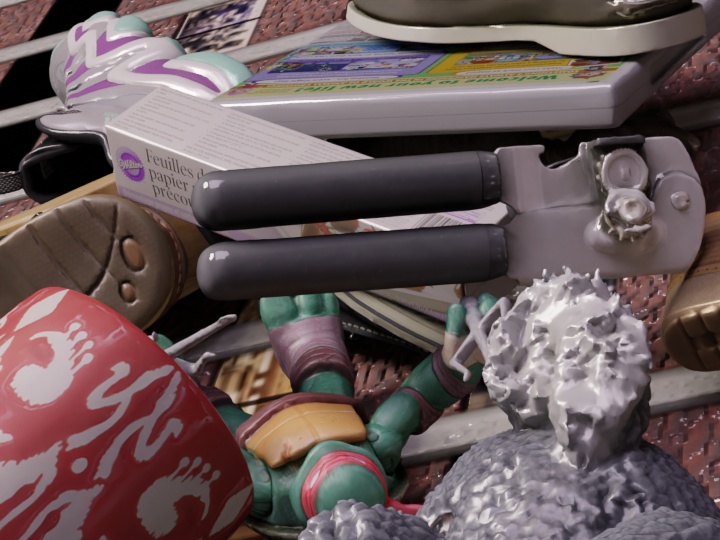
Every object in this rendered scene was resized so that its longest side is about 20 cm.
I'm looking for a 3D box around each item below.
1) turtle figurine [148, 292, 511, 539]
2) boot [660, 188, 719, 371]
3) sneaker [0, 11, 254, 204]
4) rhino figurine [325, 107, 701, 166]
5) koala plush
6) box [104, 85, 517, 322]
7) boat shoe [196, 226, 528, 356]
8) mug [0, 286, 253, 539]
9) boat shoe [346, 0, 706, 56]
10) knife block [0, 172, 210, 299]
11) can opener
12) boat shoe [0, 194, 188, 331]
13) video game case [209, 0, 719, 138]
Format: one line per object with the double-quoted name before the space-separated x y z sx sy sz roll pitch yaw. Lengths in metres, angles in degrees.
"turtle figurine" -0.024 0.055 0.841 0.149 0.101 0.200 -3 8 -17
"boot" 0.218 -0.028 0.861 0.199 0.073 0.166 -7 30 34
"sneaker" -0.154 -0.077 1.236 0.140 0.078 0.200 -33 27 -27
"rhino figurine" 0.064 -0.048 1.036 0.199 0.060 0.087 -2 27 32
"koala plush" 0.066 0.108 0.605 0.183 0.178 0.200 -8 24 -2
"box" -0.022 -0.029 0.947 0.200 0.039 0.041 20 45 34
"boat shoe" 0.000 0.000 0.988 0.075 0.062 0.200 -33 40 -31
"mug" -0.154 0.093 0.740 0.200 0.178 0.133 -43 -4 -25
"boat shoe" 0.070 -0.136 1.029 0.201 0.061 0.072 9 25 45
"knife block" -0.120 -0.003 1.019 0.199 0.064 0.176 -23 7 -7
"can opener" 0.035 -0.017 0.848 0.199 0.053 0.066 -5 -5 -14
"boat shoe" -0.158 0.030 0.890 0.199 0.072 0.068 -22 -7 10
"video game case" 0.054 -0.097 1.054 0.199 0.022 0.182 0 19 26
